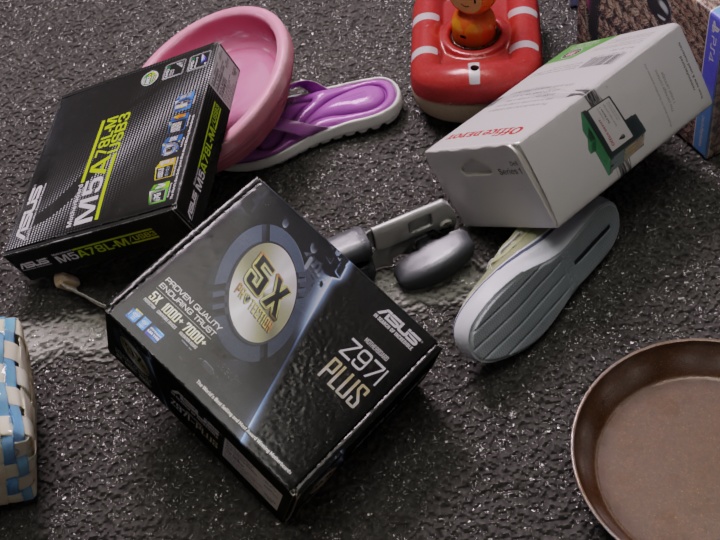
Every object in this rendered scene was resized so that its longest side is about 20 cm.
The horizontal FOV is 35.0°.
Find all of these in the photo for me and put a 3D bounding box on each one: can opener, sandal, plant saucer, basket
[{"bbox_3d":[0.000,0.000,0.972,0.199,0.054,0.067,-24,50,-9],"label":"can opener"},{"bbox_3d":[-0.059,-0.157,1.114,0.201,0.050,0.083,-19,49,-6],"label":"sandal"},{"bbox_3d":[-0.144,-0.165,1.101,0.199,0.051,0.202,-18,50,23],"label":"plant saucer"},{"bbox_3d":[0.253,0.139,0.828,0.198,0.035,0.201,-4,49,5],"label":"plant saucer"},{"bbox_3d":[-0.353,0.112,0.877,0.198,0.140,0.177,-10,50,-12],"label":"basket"}]

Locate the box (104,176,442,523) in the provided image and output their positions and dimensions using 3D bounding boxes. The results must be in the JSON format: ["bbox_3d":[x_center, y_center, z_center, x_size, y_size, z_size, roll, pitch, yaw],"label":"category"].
[{"bbox_3d":[-0.068,0.059,0.870,0.200,0.086,0.164,43,65,11],"label":"box"}]

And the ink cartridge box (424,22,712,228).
[{"bbox_3d":[0.176,-0.122,0.983,0.200,0.085,0.146,-37,18,-21],"label":"ink cartridge box"}]

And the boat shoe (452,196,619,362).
[{"bbox_3d":[0.138,0.004,0.947,0.200,0.072,0.062,-39,35,-30],"label":"boat shoe"}]

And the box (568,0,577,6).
[{"bbox_3d":[0.284,-0.371,1.249,0.143,0.036,0.201,-6,51,4],"label":"box"}]

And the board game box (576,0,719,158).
[{"bbox_3d":[0.298,-0.234,1.050,0.096,0.160,0.200,-28,51,-13],"label":"board game box"}]

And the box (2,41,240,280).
[{"bbox_3d":[-0.212,-0.099,1.029,0.192,0.048,0.201,-11,51,25],"label":"box"}]

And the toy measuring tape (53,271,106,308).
[{"bbox_3d":[-0.180,0.015,0.978,0.199,0.074,0.074,22,56,31],"label":"toy measuring tape"}]

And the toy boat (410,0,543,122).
[{"bbox_3d":[0.110,-0.240,1.103,0.129,0.131,0.201,-3,50,8],"label":"toy boat"}]
